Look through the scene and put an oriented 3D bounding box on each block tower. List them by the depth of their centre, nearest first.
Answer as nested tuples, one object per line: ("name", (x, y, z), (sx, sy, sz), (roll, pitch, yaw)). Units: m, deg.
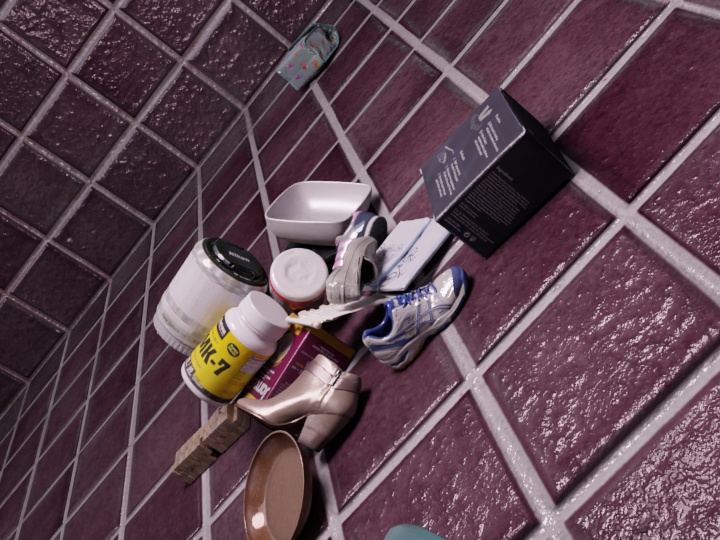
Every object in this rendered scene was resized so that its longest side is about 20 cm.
("block tower", (-0.308, 0.351, 1.803), (0.200, 0.054, 0.058), (-45, 24, 20))

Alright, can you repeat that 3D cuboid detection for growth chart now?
("growth chart", (-0.024, 0.067, 1.549), (0.199, 0.018, 0.145), (-15, 9, -19))

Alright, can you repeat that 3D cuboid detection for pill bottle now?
("pill bottle", (-0.224, 0.140, 1.596), (0.200, 0.114, 0.114), (-49, 24, 16))
("pill bottle", (-0.125, 0.052, 1.715), (0.200, 0.110, 0.111), (104, -174, -59))

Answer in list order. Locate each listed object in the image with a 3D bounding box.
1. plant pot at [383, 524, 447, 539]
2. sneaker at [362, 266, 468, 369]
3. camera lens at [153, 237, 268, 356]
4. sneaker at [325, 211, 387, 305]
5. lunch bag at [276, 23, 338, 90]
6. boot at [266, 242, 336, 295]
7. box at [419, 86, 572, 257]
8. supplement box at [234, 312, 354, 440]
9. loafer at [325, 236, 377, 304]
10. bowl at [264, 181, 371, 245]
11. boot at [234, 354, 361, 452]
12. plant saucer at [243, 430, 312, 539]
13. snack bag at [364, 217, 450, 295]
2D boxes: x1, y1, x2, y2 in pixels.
("plant pot", (0.080, 0.361, 0.953), (0.142, 0.141, 0.200), (-58, 16, -9))
("sneaker", (0.087, 0.065, 1.403), (0.200, 0.088, 0.075), (-51, 22, 5))
("camera lens", (-0.284, 0.050, 1.684), (0.200, 0.160, 0.160), (-53, 22, 18))
("sneaker", (-0.023, -0.024, 1.720), (0.082, 0.070, 0.200), (24, 80, 37))
("lunch bag", (-0.168, -0.726, 2.932), (0.170, 0.122, 0.200), (-35, 21, 42))
("boot", (-0.126, -0.019, 1.875), (0.198, 0.074, 0.163), (-28, 31, -6))
("box", (0.213, -0.162, 1.433), (0.200, 0.117, 0.197), (-46, 24, 21))
("supplement box", (-0.121, 0.193, 1.602), (0.200, 0.103, 0.131), (-58, 24, -8))
("loafer", (0.000, 0.000, 1.564), (0.070, 0.070, 0.200), (5, 33, 18))
("bowl", (-0.084, -0.118, 1.864), (0.199, 0.075, 0.200), (5, 32, 20))
("boot", (-0.097, 0.208, 1.477), (0.199, 0.070, 0.147), (23, 77, 22))
("plant saucer", (-0.128, 0.360, 1.413), (0.200, 0.037, 0.201), (-32, 50, 49))
("snack bag", (0.077, -0.030, 1.591), (0.189, 0.021, 0.200), (-49, 21, -20))
